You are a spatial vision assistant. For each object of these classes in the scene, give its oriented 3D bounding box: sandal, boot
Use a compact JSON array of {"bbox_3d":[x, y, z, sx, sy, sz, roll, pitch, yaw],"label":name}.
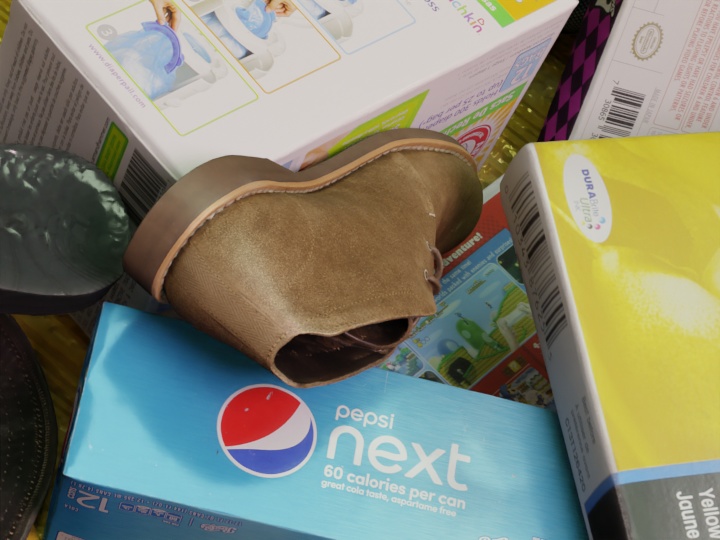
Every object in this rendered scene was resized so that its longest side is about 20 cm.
[{"bbox_3d":[-0.161,-0.022,0.768,0.200,0.048,0.075,-4,62,-34],"label":"sandal"},{"bbox_3d":[0.000,0.000,0.849,0.075,0.074,0.200,42,25,16],"label":"boot"}]

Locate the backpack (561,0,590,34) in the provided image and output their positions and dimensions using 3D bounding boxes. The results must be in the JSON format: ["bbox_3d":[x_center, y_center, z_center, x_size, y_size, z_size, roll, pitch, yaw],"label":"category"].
[{"bbox_3d":[0.098,-0.212,1.022,0.154,0.191,0.200,7,55,-17],"label":"backpack"}]

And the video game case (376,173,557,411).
[{"bbox_3d":[0.083,0.065,0.927,0.200,0.017,0.143,44,52,11],"label":"video game case"}]

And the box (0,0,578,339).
[{"bbox_3d":[-0.033,-0.068,0.914,0.200,0.113,0.101,-30,70,-36],"label":"box"}]

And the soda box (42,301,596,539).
[{"bbox_3d":[-0.002,0.075,0.840,0.200,0.064,0.068,14,60,-7],"label":"soda box"}]

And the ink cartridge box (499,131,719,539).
[{"bbox_3d":[0.165,0.043,0.838,0.200,0.047,0.198,-6,64,-15],"label":"ink cartridge box"}]

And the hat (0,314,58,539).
[{"bbox_3d":[-0.190,0.026,0.803,0.200,0.081,0.201,10,53,-14],"label":"hat"}]

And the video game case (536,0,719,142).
[{"bbox_3d":[0.181,-0.099,0.968,0.181,0.200,0.036,12,22,-19],"label":"video game case"}]
